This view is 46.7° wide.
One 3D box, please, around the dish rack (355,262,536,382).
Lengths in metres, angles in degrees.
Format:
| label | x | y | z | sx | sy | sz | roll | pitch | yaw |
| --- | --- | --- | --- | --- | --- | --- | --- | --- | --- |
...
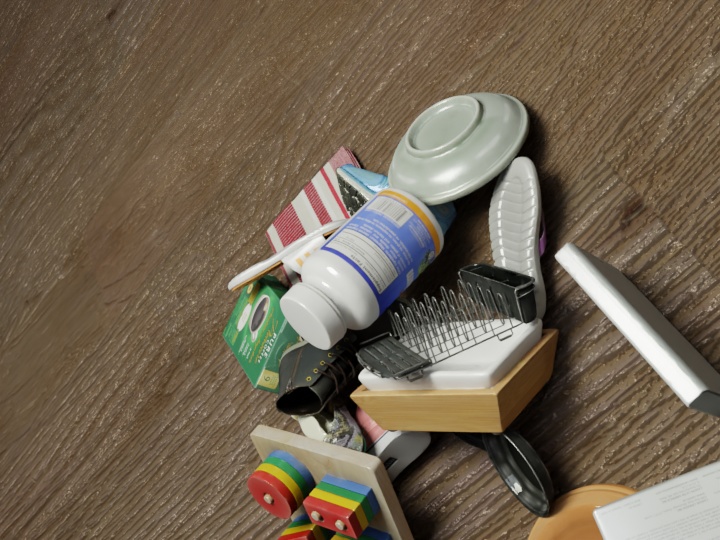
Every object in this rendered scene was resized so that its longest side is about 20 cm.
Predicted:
| label | x | y | z | sx | sy | sz | roll | pitch | yaw |
| --- | --- | --- | --- | --- | --- | --- | --- | --- | --- |
| dish rack | 0.090 | 0.059 | 0.951 | 0.055 | 0.200 | 0.153 | 70 | 167 | -12 |

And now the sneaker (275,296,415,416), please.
| label | x | y | z | sx | sy | sz | roll | pitch | yaw |
| --- | --- | --- | --- | --- | --- | --- | --- | --- | --- |
| sneaker | -0.016 | 0.113 | 1.040 | 0.200 | 0.075 | 0.106 | -31 | 22 | 16 |

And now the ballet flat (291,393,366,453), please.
| label | x | y | z | sx | sy | sz | roll | pitch | yaw |
| --- | --- | --- | --- | --- | --- | --- | --- | --- | --- |
| ballet flat | -0.053 | 0.186 | 1.074 | 0.072 | 0.072 | 0.200 | -64 | 23 | 6 |

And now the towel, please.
| label | x | y | z | sx | sy | sz | roll | pitch | yaw |
| --- | --- | --- | --- | --- | --- | --- | --- | --- | --- |
| towel | -0.055 | -0.070 | 1.254 | 0.200 | 0.023 | 0.144 | -44 | 55 | 25 |

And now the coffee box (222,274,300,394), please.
| label | x | y | z | sx | sy | sz | roll | pitch | yaw |
| --- | --- | --- | --- | --- | --- | --- | --- | --- | --- |
| coffee box | -0.140 | 0.085 | 1.224 | 0.123 | 0.044 | 0.200 | -65 | 28 | 6 |

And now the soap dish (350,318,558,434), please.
| label | x | y | z | sx | sy | sz | roll | pitch | yaw |
| --- | --- | --- | --- | --- | --- | --- | --- | --- | --- |
| soap dish | 0.112 | 0.122 | 0.961 | 0.200 | 0.157 | 0.081 | -8 | 107 | 40 |

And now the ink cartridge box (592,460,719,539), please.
| label | x | y | z | sx | sy | sz | roll | pitch | yaw |
| --- | --- | --- | --- | --- | --- | --- | --- | --- | --- |
| ink cartridge box | 0.327 | 0.288 | 0.761 | 0.162 | 0.057 | 0.200 | -25 | 65 | 12 |

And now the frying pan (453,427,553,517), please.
| label | x | y | z | sx | sy | sz | roll | pitch | yaw |
| --- | --- | --- | --- | --- | --- | --- | --- | --- | --- |
| frying pan | 0.165 | 0.221 | 0.954 | 0.115 | 0.031 | 0.190 | 61 | 165 | -1 |

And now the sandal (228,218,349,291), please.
| label | x | y | z | sx | sy | sz | roll | pitch | yaw |
| --- | --- | --- | --- | --- | --- | --- | --- | --- | --- |
| sandal | -0.092 | -0.008 | 1.201 | 0.206 | 0.079 | 0.059 | -30 | 90 | 12 |

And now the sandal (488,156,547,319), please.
| label | x | y | z | sx | sy | sz | roll | pitch | yaw |
| --- | --- | --- | --- | --- | --- | --- | --- | --- | --- |
| sandal | 0.198 | -0.033 | 1.005 | 0.082 | 0.050 | 0.203 | -2 | 88 | 56 |

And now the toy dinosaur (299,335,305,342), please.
| label | x | y | z | sx | sy | sz | roll | pitch | yaw |
| --- | --- | --- | --- | --- | --- | --- | --- | --- | --- |
| toy dinosaur | -0.028 | 0.003 | 1.116 | 0.200 | 0.058 | 0.101 | -55 | 25 | -20 |

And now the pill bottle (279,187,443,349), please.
| label | x | y | z | sx | sy | sz | roll | pitch | yaw |
| --- | --- | --- | --- | --- | --- | --- | --- | --- | --- |
| pill bottle | 0.000 | 0.000 | 1.008 | 0.112 | 0.112 | 0.200 | 20 | 55 | 43 |

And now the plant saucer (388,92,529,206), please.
| label | x | y | z | sx | sy | sz | roll | pitch | yaw |
| --- | --- | --- | --- | --- | --- | --- | --- | --- | --- |
| plant saucer | 0.113 | -0.169 | 1.060 | 0.200 | 0.050 | 0.200 | -25 | 37 | 20 |

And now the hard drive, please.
| label | x | y | z | sx | sy | sz | roll | pitch | yaw |
| --- | --- | --- | --- | --- | --- | --- | --- | --- | --- |
| hard drive | 0.289 | 0.060 | 0.834 | 0.026 | 0.132 | 0.200 | -49 | 51 | 18 |

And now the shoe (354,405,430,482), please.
| label | x | y | z | sx | sy | sz | roll | pitch | yaw |
| --- | --- | --- | --- | --- | --- | --- | --- | --- | --- |
| shoe | 0.011 | 0.227 | 1.078 | 0.200 | 0.071 | 0.091 | -48 | 35 | 28 |

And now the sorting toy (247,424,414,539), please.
| label | x | y | z | sx | sy | sz | roll | pitch | yaw |
| --- | --- | --- | --- | --- | --- | --- | --- | --- | --- |
| sorting toy | -0.042 | 0.300 | 1.006 | 0.198 | 0.200 | 0.070 | 6 | 38 | 40 |

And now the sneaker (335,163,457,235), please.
| label | x | y | z | sx | sy | sz | roll | pitch | yaw |
| --- | --- | --- | --- | --- | --- | --- | --- | --- | --- |
| sneaker | 0.049 | -0.097 | 1.139 | 0.200 | 0.078 | 0.090 | 33 | 62 | 32 |

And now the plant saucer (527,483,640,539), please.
| label | x | y | z | sx | sy | sz | roll | pitch | yaw |
| --- | --- | --- | --- | --- | --- | --- | --- | --- | --- |
| plant saucer | 0.250 | 0.321 | 0.854 | 0.200 | 0.037 | 0.201 | -14 | 68 | 37 |
